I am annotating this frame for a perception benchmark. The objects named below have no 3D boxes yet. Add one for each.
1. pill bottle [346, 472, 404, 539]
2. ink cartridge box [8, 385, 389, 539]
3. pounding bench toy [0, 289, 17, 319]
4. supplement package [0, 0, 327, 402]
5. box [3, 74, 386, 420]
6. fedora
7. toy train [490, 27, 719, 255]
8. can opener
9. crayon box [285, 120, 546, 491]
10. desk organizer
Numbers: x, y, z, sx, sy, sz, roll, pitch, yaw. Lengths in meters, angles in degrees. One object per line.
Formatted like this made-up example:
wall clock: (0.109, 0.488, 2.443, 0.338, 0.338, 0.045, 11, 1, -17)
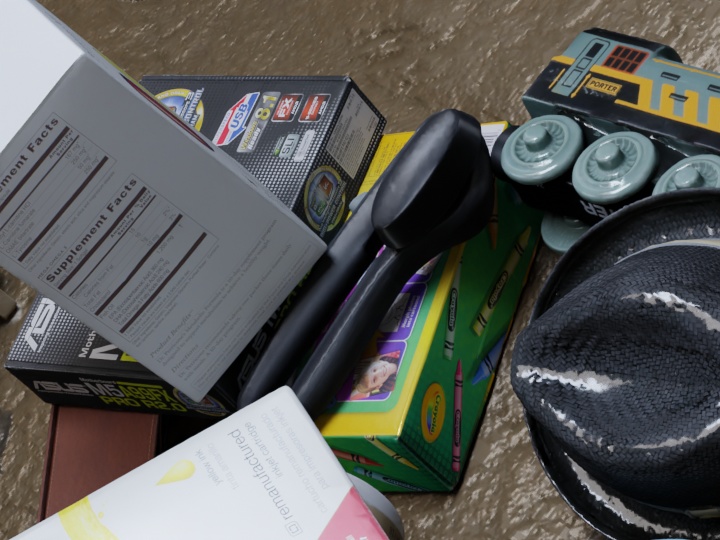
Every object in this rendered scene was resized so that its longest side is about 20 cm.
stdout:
pill bottle: (-0.049, 0.204, 1.471, 0.115, 0.116, 0.201, -13, 51, 35)
ink cartridge box: (-0.080, 0.170, 1.378, 0.199, 0.084, 0.145, -29, 57, -9)
pounding bench toy: (-0.297, 0.030, 1.833, 0.156, 0.124, 0.200, -52, 39, -7)
supplement package: (-0.134, -0.041, 1.509, 0.110, 0.200, 0.114, -50, 43, 2)
box: (-0.091, -0.016, 1.645, 0.160, 0.044, 0.201, 4, 60, 39)
fedora: (0.144, 0.048, 1.389, 0.200, 0.091, 0.202, -3, 84, 35)
toy train: (0.160, -0.058, 1.523, 0.200, 0.085, 0.114, 19, 63, 44)
can opener: (0.000, 0.000, 1.546, 0.200, 0.079, 0.063, -54, 48, 6)
crayon box: (0.020, 0.020, 1.604, 0.118, 0.058, 0.201, -4, 56, 41)
desk organizer: (-0.124, 0.078, 1.679, 0.077, 0.072, 0.201, -20, 47, 26)
